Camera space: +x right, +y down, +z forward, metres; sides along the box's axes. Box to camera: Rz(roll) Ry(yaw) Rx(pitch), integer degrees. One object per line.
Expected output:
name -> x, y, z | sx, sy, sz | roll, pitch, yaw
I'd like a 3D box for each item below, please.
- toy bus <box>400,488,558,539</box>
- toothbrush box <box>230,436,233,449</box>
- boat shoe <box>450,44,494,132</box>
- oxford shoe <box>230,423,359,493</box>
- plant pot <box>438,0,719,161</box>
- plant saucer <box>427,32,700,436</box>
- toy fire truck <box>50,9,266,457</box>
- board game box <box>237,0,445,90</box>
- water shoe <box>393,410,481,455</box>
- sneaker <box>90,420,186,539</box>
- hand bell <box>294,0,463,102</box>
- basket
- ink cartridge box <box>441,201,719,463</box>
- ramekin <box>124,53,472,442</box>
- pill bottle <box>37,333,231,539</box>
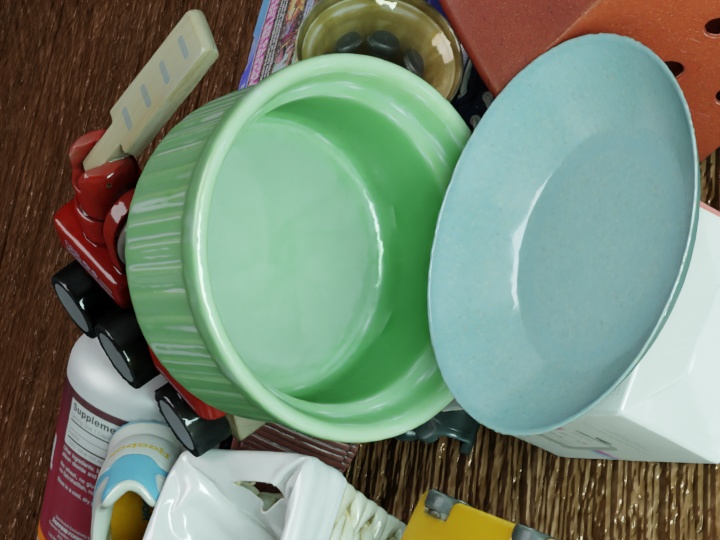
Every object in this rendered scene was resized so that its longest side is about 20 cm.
toy bus -> 0.082, 0.163, 1.170 | 0.065, 0.078, 0.200 | -67, 21, -5
toothbrush box -> -0.073, 0.072, 1.626 | 0.200, 0.085, 0.147 | -36, 36, 49
boat shoe -> 0.088, -0.100, 1.457 | 0.093, 0.074, 0.201 | -48, 25, 53
oxford shoe -> -0.046, 0.105, 1.465 | 0.200, 0.070, 0.075 | -56, 9, 36
plant pot -> 0.152, -0.173, 1.255 | 0.200, 0.199, 0.177 | -42, 41, 44
plant saucer -> 0.108, -0.014, 1.153 | 0.201, 0.039, 0.202 | -29, 53, 48
toy fire truck -> -0.100, -0.026, 1.335 | 0.128, 0.200, 0.176 | -34, 55, -16
board game box -> 0.003, -0.176, 1.714 | 0.200, 0.097, 0.160 | -35, 36, 52
water shoe -> 0.024, 0.061, 1.436 | 0.079, 0.071, 0.200 | -71, 19, 0
sneaker -> -0.132, 0.198, 1.438 | 0.081, 0.076, 0.201 | -76, -19, -67
hand bell -> -0.004, -0.081, 1.507 | 0.200, 0.104, 0.105 | 108, 176, -59
basket -> -0.055, 0.216, 1.338 | 0.135, 0.123, 0.201 | -3, 63, 48
ink cartridge box -> 0.126, 0.034, 1.229 | 0.200, 0.067, 0.117 | -5, 61, 64
ramekin -> -0.028, -0.010, 1.250 | 0.097, 0.200, 0.201 | -4, 61, 54
pill bottle -> -0.138, 0.104, 1.506 | 0.113, 0.112, 0.201 | -111, 31, -62
